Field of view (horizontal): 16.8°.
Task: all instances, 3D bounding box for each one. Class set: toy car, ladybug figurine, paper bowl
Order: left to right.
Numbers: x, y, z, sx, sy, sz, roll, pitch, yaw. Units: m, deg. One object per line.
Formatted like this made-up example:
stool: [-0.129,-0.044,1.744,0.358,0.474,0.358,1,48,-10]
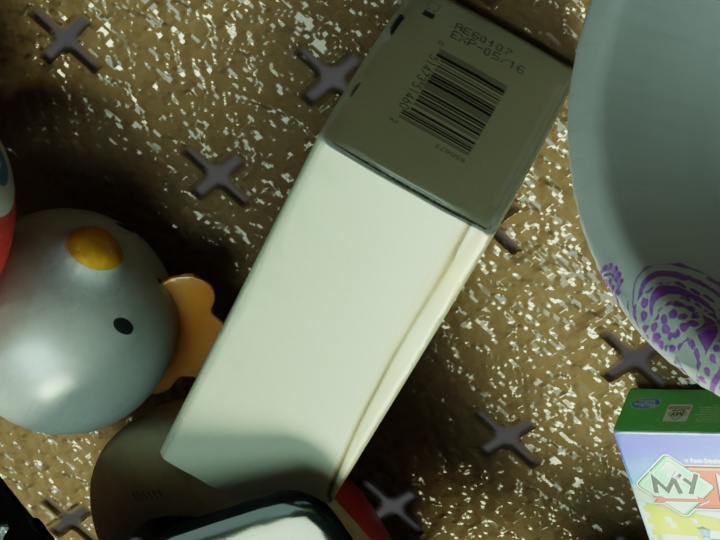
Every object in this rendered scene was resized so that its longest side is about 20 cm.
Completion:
toy car: [-0.141,0.005,1.002,0.200,0.184,0.177,8,139,-18]
ladybug figurine: [-0.039,0.131,1.093,0.136,0.072,0.200,-9,124,35]
paper bowl: [0.168,-0.045,0.707,0.201,0.201,0.104,-11,159,35]

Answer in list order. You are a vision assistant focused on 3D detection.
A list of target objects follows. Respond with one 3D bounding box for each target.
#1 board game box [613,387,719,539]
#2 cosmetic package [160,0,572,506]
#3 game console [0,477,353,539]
board game box: [0.212,0.106,0.965,0.200,0.029,0.135,-1,129,29]
cosmetic package: [0.000,0.000,0.932,0.073,0.104,0.200,29,138,1]
game console: [-0.051,0.156,1.037,0.200,0.116,0.176,58,171,-31]
